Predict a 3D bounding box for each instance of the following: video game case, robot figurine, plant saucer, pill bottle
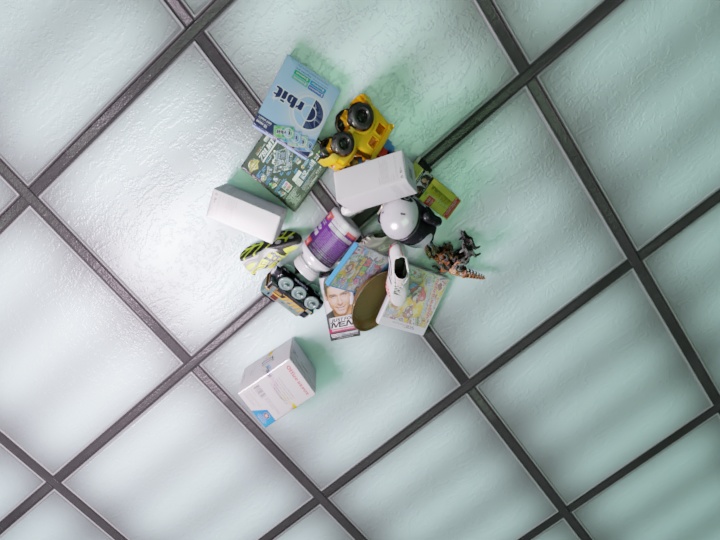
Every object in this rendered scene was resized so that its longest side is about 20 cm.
[{"bbox_3d":[0.000,0.000,1.540,0.145,0.018,0.198,-53,148,13],"label":"video game case"},{"bbox_3d":[0.137,-0.136,1.497,0.150,0.127,0.197,-41,149,22],"label":"robot figurine"},{"bbox_3d":[0.038,0.085,1.610,0.197,0.035,0.206,-29,137,-31],"label":"plant saucer"},{"bbox_3d":[-0.099,-0.072,1.554,0.111,0.112,0.200,40,102,-15],"label":"pill bottle"},{"bbox_3d":[0.160,0.090,1.645,0.177,0.023,0.205,16,107,-27],"label":"video game case"}]

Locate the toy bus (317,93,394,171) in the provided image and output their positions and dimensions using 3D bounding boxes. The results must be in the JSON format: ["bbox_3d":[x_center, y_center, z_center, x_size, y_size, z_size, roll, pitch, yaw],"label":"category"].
[{"bbox_3d":[0.004,-0.331,1.448,0.190,0.135,0.204,35,81,-23],"label":"toy bus"}]

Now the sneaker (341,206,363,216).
[{"bbox_3d":[0.011,-0.234,1.521,0.198,0.078,0.100,-40,94,-15],"label":"sneaker"}]

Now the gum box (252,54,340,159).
[{"bbox_3d":[-0.168,-0.429,1.428,0.166,0.044,0.205,28,83,-15],"label":"gum box"}]

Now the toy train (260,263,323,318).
[{"bbox_3d":[-0.203,0.065,1.601,0.113,0.087,0.199,-35,124,25],"label":"toy train"}]

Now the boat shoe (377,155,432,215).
[{"bbox_3d":[0.124,-0.227,1.535,0.063,0.074,0.203,39,98,-7],"label":"boat shoe"}]

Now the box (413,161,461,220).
[{"bbox_3d":[0.198,-0.219,1.509,0.197,0.050,0.076,28,106,-44],"label":"box"}]

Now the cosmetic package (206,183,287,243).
[{"bbox_3d":[-0.311,-0.160,1.494,0.194,0.108,0.087,23,106,-2],"label":"cosmetic package"}]

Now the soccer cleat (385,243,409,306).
[{"bbox_3d":[0.108,0.023,1.528,0.066,0.086,0.207,-5,120,-7],"label":"soccer cleat"}]

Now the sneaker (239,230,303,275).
[{"bbox_3d":[-0.254,-0.053,1.580,0.193,0.077,0.078,-19,125,10],"label":"sneaker"}]

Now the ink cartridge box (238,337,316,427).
[{"bbox_3d":[-0.250,0.341,1.665,0.196,0.145,0.149,-32,109,8],"label":"ink cartridge box"}]

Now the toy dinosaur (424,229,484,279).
[{"bbox_3d":[0.289,-0.036,1.617,0.195,0.104,0.137,19,123,-28],"label":"toy dinosaur"}]

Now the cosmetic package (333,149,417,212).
[{"bbox_3d":[0.039,-0.226,1.399,0.193,0.107,0.088,-12,75,19],"label":"cosmetic package"}]

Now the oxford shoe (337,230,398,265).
[{"bbox_3d":[0.017,-0.069,1.582,0.194,0.076,0.059,-25,116,-3],"label":"oxford shoe"}]

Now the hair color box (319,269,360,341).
[{"bbox_3d":[-0.062,0.102,1.642,0.095,0.061,0.208,-10,108,0],"label":"hair color box"}]

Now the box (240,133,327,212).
[{"bbox_3d":[-0.199,-0.305,1.501,0.196,0.050,0.202,37,101,-12],"label":"box"}]
